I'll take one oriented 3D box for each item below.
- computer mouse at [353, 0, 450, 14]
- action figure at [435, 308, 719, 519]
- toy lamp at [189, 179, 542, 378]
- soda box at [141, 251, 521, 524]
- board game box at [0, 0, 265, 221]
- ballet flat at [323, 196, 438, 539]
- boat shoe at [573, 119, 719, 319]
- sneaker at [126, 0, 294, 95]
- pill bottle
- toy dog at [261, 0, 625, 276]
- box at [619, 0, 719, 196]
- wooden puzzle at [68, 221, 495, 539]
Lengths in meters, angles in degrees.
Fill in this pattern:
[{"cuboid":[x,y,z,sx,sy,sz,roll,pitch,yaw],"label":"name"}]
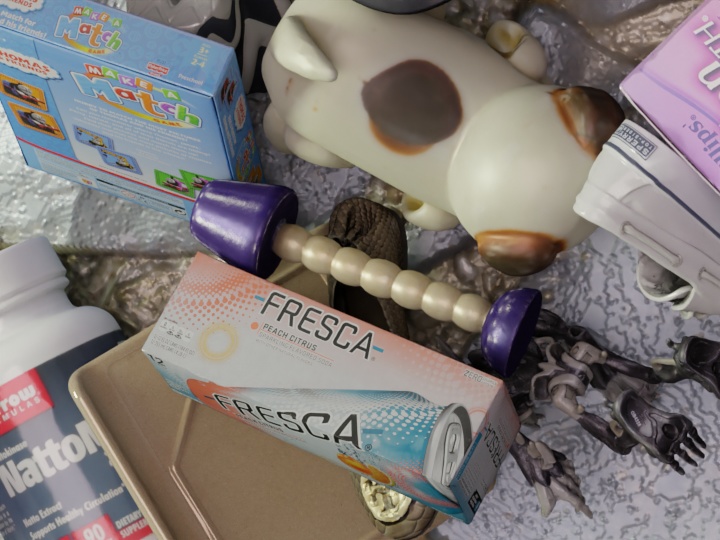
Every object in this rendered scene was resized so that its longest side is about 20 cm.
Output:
[{"cuboid":[0.068,-0.193,1.382,0.199,0.053,0.139,-21,86,-11],"label":"computer mouse"},{"cuboid":[0.120,0.078,1.439,0.102,0.199,0.119,50,61,-29],"label":"action figure"},{"cuboid":[0.000,0.000,1.415,0.199,0.058,0.058,23,99,14],"label":"toy lamp"},{"cuboid":[-0.016,0.063,1.395,0.199,0.064,0.069,22,72,23],"label":"soda box"},{"cuboid":[-0.134,-0.090,1.454,0.151,0.200,0.037,19,71,11],"label":"board game box"},{"cuboid":[0.007,0.053,1.451,0.067,0.046,0.201,-17,71,32],"label":"ballet flat"},{"cuboid":[0.178,-0.009,1.398,0.065,0.200,0.074,-50,40,1],"label":"boat shoe"},{"cuboid":[-0.069,-0.176,1.496,0.079,0.130,0.200,1,56,15],"label":"sneaker"},{"cuboid":[-0.180,0.089,1.514,0.119,0.120,0.201,-29,87,13],"label":"pill bottle"},{"cuboid":[0.056,-0.088,1.416,0.199,0.194,0.140,33,88,15],"label":"toy dog"},{"cuboid":[0.250,-0.134,1.369,0.097,0.176,0.200,46,103,6],"label":"box"},{"cuboid":[-0.045,0.094,1.483,0.199,0.037,0.186,-30,87,-22],"label":"wooden puzzle"}]
